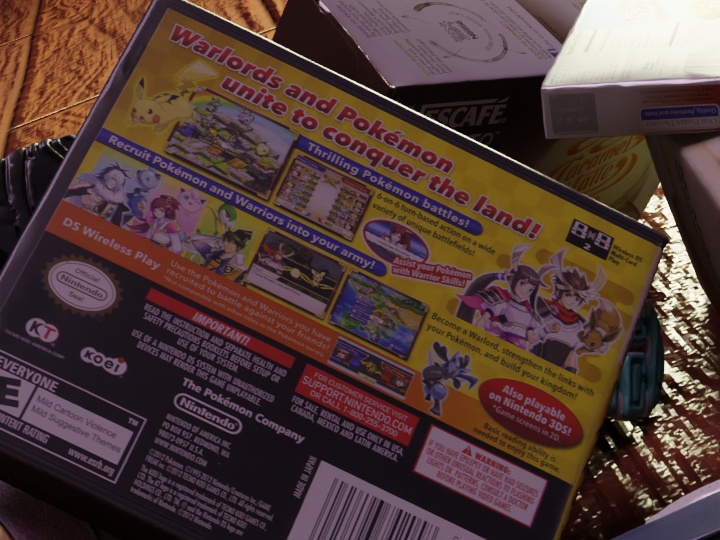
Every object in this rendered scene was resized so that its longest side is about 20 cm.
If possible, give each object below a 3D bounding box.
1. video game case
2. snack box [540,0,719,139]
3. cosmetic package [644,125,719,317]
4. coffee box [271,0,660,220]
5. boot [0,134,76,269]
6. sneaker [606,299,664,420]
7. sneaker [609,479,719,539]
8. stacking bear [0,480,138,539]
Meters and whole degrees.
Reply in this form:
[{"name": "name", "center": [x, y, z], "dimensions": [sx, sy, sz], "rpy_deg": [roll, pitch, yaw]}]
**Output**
[{"name": "video game case", "center": [-0.015, 0.021, 0.692], "dimensions": [0.026, 0.199, 0.181], "rpy_deg": [119, 176, -60]}, {"name": "snack box", "center": [0.127, -0.101, 0.866], "dimensions": [0.071, 0.024, 0.200], "rpy_deg": [-3, 24, 17]}, {"name": "cosmetic package", "center": [0.166, -0.019, 0.812], "dimensions": [0.071, 0.106, 0.200], "rpy_deg": [-21, 16, 5]}, {"name": "coffee box", "center": [0.051, -0.068, 0.941], "dimensions": [0.199, 0.115, 0.080], "rpy_deg": [-7, 46, -38]}, {"name": "boot", "center": [-0.132, -0.006, 1.038], "dimensions": [0.198, 0.074, 0.162], "rpy_deg": [-13, -14, -40]}, {"name": "sneaker", "center": [0.023, 0.029, 0.794], "dimensions": [0.199, 0.078, 0.091], "rpy_deg": [18, -26, -39]}, {"name": "sneaker", "center": [0.152, 0.083, 0.557], "dimensions": [0.199, 0.081, 0.147], "rpy_deg": [-20, 21, 22]}, {"name": "stacking bear", "center": [-0.068, 0.096, 0.731], "dimensions": [0.199, 0.122, 0.114], "rpy_deg": [-20, -32, -39]}]
